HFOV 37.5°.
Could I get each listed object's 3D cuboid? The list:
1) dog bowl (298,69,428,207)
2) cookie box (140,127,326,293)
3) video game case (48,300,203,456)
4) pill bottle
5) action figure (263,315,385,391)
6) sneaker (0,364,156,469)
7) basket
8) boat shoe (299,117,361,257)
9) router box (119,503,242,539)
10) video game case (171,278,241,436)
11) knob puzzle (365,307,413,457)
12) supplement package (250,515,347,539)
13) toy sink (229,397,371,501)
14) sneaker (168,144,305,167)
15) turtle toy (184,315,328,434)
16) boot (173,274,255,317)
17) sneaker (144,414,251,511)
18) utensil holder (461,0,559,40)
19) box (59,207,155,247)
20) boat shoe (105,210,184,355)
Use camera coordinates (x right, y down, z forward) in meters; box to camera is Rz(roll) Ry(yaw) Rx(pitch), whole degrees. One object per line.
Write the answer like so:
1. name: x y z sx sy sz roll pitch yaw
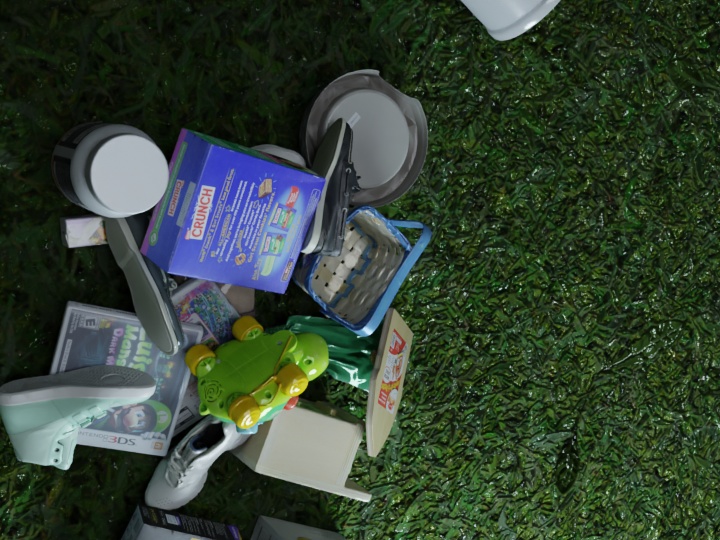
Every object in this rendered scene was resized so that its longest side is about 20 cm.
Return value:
1. dog bowl: 0.000 -0.193 1.552 0.199 0.059 0.201 -4 99 -27
2. cookie box: -0.162 -0.073 1.366 0.200 0.075 0.172 13 101 -47
3. video game case: -0.323 0.149 1.416 0.181 0.023 0.201 12 109 -21
4. pill bottle: -0.312 -0.126 1.322 0.116 0.200 0.117 -5 101 -26
5. action figure: -0.055 0.108 1.573 0.199 0.055 0.119 13 94 -32
6. sneaker: -0.358 0.192 1.371 0.200 0.074 0.119 -6 109 -2
7. basket: 0.000 0.000 1.499 0.139 0.200 0.177 41 75 -34
8. boat shoe: -0.031 -0.110 1.457 0.066 0.074 0.200 20 66 -23
9. router box: -0.277 0.437 1.486 0.157 0.052 0.200 21 103 -28
10. video game case: -0.245 0.122 1.454 0.200 0.024 0.182 -33 118 0
11. knob puzzle: 0.029 0.168 1.533 0.030 0.220 0.220 10 95 14
12. supplement package: -0.071 0.473 1.539 0.151 0.200 0.151 20 89 -29
13. toy sink: -0.074 0.246 1.543 0.200 0.130 0.112 22 87 -27
14. sneaker: -0.159 -0.128 1.457 0.199 0.099 0.078 -11 103 -25
15. turtle toy: -0.129 0.140 1.416 0.200 0.146 0.101 -31 143 -21
16. boot: -0.174 0.021 1.495 0.199 0.070 0.147 -18 109 -19
17. sneaker: -0.235 0.256 1.461 0.074 0.087 0.200 43 100 14
18. utensil holder: 0.192 -0.468 1.549 0.200 0.170 0.170 39 80 -23
19. box: -0.301 -0.062 1.428 0.199 0.041 0.039 -9 102 -27
20. boat shoe: -0.264 0.011 1.372 0.062 0.073 0.200 -19 80 -38
